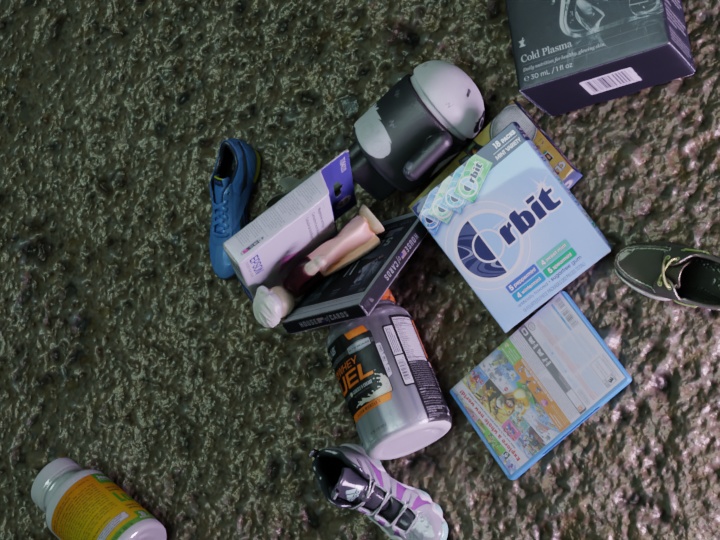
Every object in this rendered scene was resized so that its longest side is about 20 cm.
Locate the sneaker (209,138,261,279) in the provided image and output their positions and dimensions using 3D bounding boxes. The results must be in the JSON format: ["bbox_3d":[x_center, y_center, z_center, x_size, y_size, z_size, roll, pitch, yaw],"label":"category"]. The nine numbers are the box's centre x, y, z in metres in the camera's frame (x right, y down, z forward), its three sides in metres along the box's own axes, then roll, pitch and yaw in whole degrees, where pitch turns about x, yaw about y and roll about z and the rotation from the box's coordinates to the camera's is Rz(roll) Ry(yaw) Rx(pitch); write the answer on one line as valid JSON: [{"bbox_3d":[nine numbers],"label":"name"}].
[{"bbox_3d":[-0.196,-0.090,1.905,0.065,0.078,0.203,7,86,28],"label":"sneaker"}]

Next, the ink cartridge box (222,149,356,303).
[{"bbox_3d":[-0.077,-0.049,1.711,0.199,0.197,0.043,-37,74,-7],"label":"ink cartridge box"}]

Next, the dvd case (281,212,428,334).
[{"bbox_3d":[0.000,0.000,1.711,0.149,0.025,0.201,-16,29,44],"label":"dvd case"}]

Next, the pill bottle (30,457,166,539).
[{"bbox_3d":[-0.384,0.358,1.911,0.199,0.111,0.112,32,97,29],"label":"pill bottle"}]

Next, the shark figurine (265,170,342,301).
[{"bbox_3d":[-0.107,-0.061,1.845,0.127,0.089,0.217,22,90,32],"label":"shark figurine"}]

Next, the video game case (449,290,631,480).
[{"bbox_3d":[0.223,0.145,1.661,0.200,0.018,0.144,-43,64,16],"label":"video game case"}]

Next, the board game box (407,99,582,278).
[{"bbox_3d":[0.173,-0.103,1.722,0.200,0.034,0.136,-45,63,15],"label":"board game box"}]

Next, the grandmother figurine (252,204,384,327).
[{"bbox_3d":[-0.058,-0.002,1.698,0.200,0.121,0.061,-41,81,-4],"label":"grandmother figurine"}]

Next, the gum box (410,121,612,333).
[{"bbox_3d":[0.189,-0.054,1.660,0.169,0.045,0.201,-39,86,16],"label":"gum box"}]

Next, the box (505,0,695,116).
[{"bbox_3d":[0.292,-0.325,1.646,0.198,0.124,0.199,-15,72,26],"label":"box"}]

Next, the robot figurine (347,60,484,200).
[{"bbox_3d":[0.072,-0.184,1.744,0.200,0.124,0.151,-41,67,18],"label":"robot figurine"}]

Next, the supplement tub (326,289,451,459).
[{"bbox_3d":[0.031,0.132,1.710,0.122,0.122,0.202,-31,66,21],"label":"supplement tub"}]

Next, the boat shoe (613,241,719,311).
[{"bbox_3d":[0.389,0.006,1.566,0.200,0.060,0.073,17,90,30],"label":"boat shoe"}]

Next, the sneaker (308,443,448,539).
[{"bbox_3d":[0.010,0.292,1.683,0.199,0.139,0.078,32,97,30],"label":"sneaker"}]
